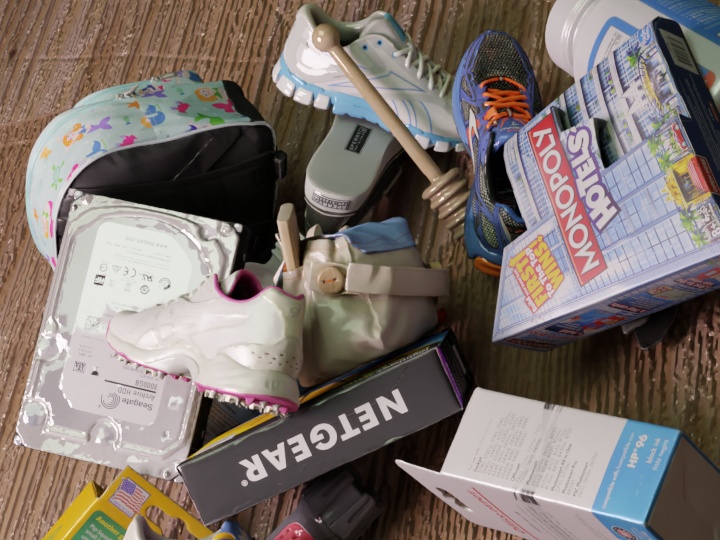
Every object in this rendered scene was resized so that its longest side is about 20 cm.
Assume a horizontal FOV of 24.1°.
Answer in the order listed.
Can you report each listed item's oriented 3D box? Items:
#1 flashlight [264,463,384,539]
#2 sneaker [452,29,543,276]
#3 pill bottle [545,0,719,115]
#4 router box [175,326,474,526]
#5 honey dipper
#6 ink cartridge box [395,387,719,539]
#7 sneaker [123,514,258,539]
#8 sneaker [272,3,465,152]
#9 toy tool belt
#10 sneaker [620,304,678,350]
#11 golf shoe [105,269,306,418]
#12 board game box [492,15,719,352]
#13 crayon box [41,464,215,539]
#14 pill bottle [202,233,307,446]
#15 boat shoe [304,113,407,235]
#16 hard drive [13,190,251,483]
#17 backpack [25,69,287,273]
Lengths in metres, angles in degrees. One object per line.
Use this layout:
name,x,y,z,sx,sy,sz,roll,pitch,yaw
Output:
flashlight,-0.066,0.229,1.234,0.200,0.068,0.068,-45,70,2
sneaker,0.115,-0.098,1.285,0.075,0.078,0.201,-1,67,-10
pill bottle,0.227,-0.148,1.234,0.112,0.112,0.200,-47,43,1
router box,-0.019,0.108,1.203,0.200,0.149,0.051,-26,90,7
honey dipper,0.029,-0.113,1.322,0.038,0.200,0.038,-38,2,2
ink cartridge box,0.136,0.137,1.100,0.200,0.116,0.068,9,66,41
sneaker,-0.074,0.223,1.168,0.199,0.075,0.090,9,92,0
sneaker,0.030,-0.160,1.357,0.199,0.087,0.075,17,36,2
toy tool belt,0.000,0.000,1.225,0.125,0.200,0.123,-24,89,21
sneaker,0.175,-0.032,1.230,0.104,0.060,0.200,-46,46,-2
golf shoe,-0.104,0.041,1.178,0.200,0.075,0.092,13,88,46
board game box,0.160,-0.041,1.147,0.200,0.062,0.200,-39,54,34
crayon box,-0.196,0.252,1.270,0.200,0.126,0.052,-50,17,-2
pill bottle,-0.091,0.067,1.335,0.200,0.109,0.109,-47,43,1
boat shoe,0.001,-0.095,1.391,0.071,0.064,0.200,23,42,11
hard drive,-0.172,0.050,1.276,0.139,0.038,0.201,12,85,10
backpack,-0.179,-0.067,1.407,0.200,0.178,0.151,-20,44,-26
